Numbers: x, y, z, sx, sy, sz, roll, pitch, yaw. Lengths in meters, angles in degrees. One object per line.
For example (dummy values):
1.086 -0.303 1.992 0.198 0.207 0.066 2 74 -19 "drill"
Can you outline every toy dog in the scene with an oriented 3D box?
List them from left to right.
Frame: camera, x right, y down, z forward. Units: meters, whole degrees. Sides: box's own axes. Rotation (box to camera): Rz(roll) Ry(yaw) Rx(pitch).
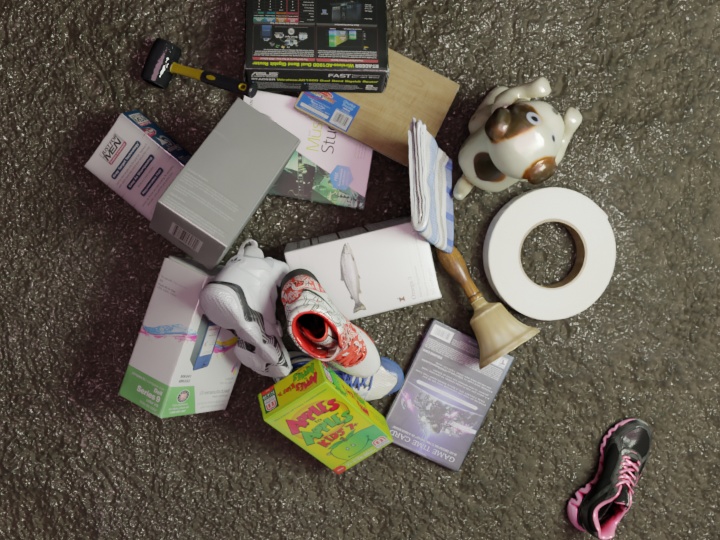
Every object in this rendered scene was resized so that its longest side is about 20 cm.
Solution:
0.206 -0.180 0.996 0.194 0.200 0.140 -34 97 -1 "toy dog"

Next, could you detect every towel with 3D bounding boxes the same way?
0.101 -0.108 0.987 0.024 0.200 0.148 -4 81 18 "towel"

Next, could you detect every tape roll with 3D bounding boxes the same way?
0.288 -0.026 1.100 0.202 0.037 0.204 0 96 -4 "tape roll"

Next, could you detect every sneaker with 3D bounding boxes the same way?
-0.129 0.054 0.967 0.115 0.075 0.200 -63 141 -33 "sneaker"
-0.034 0.097 0.937 0.067 0.108 0.202 -32 119 8 "sneaker"
-0.032 0.164 1.065 0.199 0.088 0.076 2 94 -6 "sneaker"
0.400 0.327 1.114 0.079 0.095 0.201 27 91 -5 "sneaker"

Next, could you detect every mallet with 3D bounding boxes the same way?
-0.216 -0.276 0.987 0.199 0.041 0.066 14 87 28 "mallet"

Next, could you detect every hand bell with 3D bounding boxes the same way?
0.167 0.034 1.074 0.104 0.104 0.200 -32 81 -1 "hand bell"

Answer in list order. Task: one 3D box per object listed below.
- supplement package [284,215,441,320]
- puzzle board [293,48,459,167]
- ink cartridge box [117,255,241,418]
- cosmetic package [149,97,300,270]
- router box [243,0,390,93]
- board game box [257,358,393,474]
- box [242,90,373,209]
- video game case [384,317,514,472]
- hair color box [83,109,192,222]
0.000 0.000 1.037 0.199 0.117 0.117 -14 99 -3 "supplement package"
0.025 -0.249 1.040 0.199 0.017 0.151 27 76 -1 "puzzle board"
-0.229 0.092 1.004 0.087 0.145 0.201 20 93 26 "ink cartridge box"
-0.176 -0.116 0.951 0.107 0.090 0.200 35 58 -7 "cosmetic package"
-0.061 -0.330 1.007 0.199 0.062 0.151 0 75 -4 "router box"
-0.045 0.211 1.026 0.101 0.048 0.200 -32 134 9 "board game box"
-0.081 -0.176 1.055 0.199 0.036 0.145 9 94 -5 "box"
0.131 0.193 1.116 0.142 0.019 0.201 26 93 -7 "video game case"
-0.273 -0.122 1.020 0.200 0.061 0.100 41 107 -8 "hair color box"
